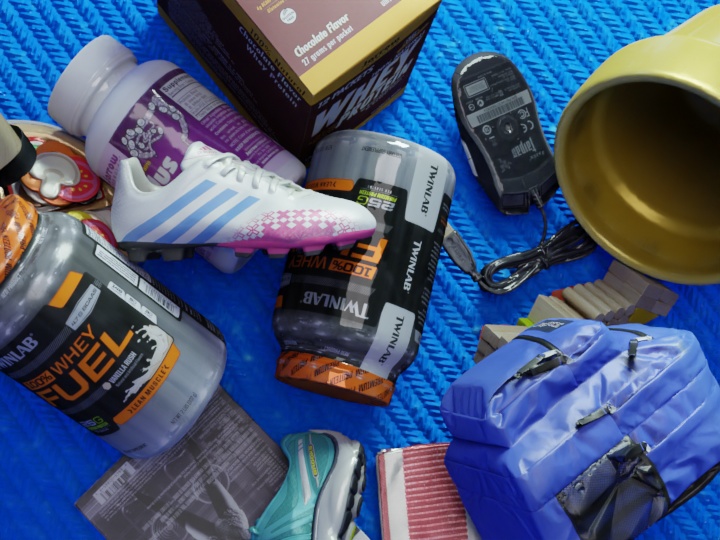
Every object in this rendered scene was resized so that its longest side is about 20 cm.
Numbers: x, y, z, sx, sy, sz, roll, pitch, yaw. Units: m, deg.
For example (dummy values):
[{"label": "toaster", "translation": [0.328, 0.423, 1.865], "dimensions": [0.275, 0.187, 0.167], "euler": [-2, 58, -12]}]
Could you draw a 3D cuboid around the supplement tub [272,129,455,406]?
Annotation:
[{"label": "supplement tub", "translation": [0.000, 0.000, 0.984], "dimensions": [0.121, 0.123, 0.202], "euler": [14, 78, -4]}]

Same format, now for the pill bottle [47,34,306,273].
[{"label": "pill bottle", "translation": [-0.151, -0.098, 0.995], "dimensions": [0.199, 0.112, 0.113], "euler": [37, 75, 2]}]

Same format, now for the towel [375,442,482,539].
[{"label": "towel", "translation": [0.114, 0.212, 1.005], "dimensions": [0.197, 0.023, 0.146], "euler": [-3, 78, -8]}]

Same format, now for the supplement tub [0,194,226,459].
[{"label": "supplement tub", "translation": [-0.207, 0.041, 0.913], "dimensions": [0.200, 0.122, 0.123], "euler": [40, 73, -27]}]

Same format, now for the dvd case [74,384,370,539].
[{"label": "dvd case", "translation": [-0.106, 0.205, 0.980], "dimensions": [0.200, 0.016, 0.149], "euler": [44, 75, 4]}]

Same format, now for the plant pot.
[{"label": "plant pot", "translation": [0.290, -0.122, 1.021], "dimensions": [0.200, 0.201, 0.189], "euler": [42, 54, 3]}]

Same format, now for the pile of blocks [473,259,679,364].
[{"label": "pile of blocks", "translation": [0.173, 0.051, 1.040], "dimensions": [0.198, 0.083, 0.062], "euler": [-21, 37, -21]}]

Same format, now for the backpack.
[{"label": "backpack", "translation": [0.177, 0.117, 0.926], "dimensions": [0.199, 0.162, 0.169], "euler": [-29, 103, -17]}]

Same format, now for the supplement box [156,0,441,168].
[{"label": "supplement box", "translation": [-0.057, -0.216, 0.989], "dimensions": [0.132, 0.200, 0.198], "euler": [-38, 84, -14]}]

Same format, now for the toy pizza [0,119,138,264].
[{"label": "toy pizza", "translation": [-0.276, -0.035, 0.987], "dimensions": [0.198, 0.032, 0.202], "euler": [5, 68, -13]}]

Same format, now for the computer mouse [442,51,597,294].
[{"label": "computer mouse", "translation": [0.110, -0.078, 1.063], "dimensions": [0.140, 0.046, 0.201], "euler": [-30, 93, -16]}]

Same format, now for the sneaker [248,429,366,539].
[{"label": "sneaker", "translation": [-0.051, 0.223, 0.950], "dimensions": [0.079, 0.078, 0.202], "euler": [9, 70, 14]}]

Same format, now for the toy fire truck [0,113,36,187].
[{"label": "toy fire truck", "translation": [-0.379, -0.093, 0.921], "dimensions": [0.200, 0.129, 0.176], "euler": [-44, 49, -14]}]

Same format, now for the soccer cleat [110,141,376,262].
[{"label": "soccer cleat", "translation": [-0.088, -0.053, 0.901], "dimensions": [0.197, 0.070, 0.087], "euler": [-2, 95, 3]}]
